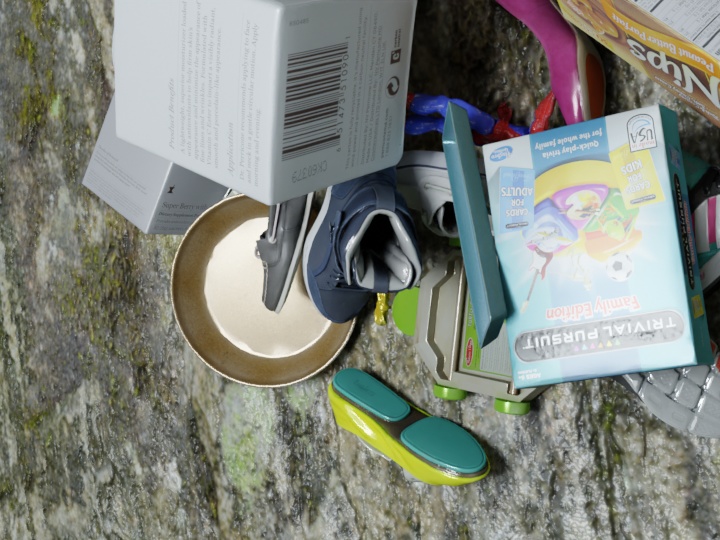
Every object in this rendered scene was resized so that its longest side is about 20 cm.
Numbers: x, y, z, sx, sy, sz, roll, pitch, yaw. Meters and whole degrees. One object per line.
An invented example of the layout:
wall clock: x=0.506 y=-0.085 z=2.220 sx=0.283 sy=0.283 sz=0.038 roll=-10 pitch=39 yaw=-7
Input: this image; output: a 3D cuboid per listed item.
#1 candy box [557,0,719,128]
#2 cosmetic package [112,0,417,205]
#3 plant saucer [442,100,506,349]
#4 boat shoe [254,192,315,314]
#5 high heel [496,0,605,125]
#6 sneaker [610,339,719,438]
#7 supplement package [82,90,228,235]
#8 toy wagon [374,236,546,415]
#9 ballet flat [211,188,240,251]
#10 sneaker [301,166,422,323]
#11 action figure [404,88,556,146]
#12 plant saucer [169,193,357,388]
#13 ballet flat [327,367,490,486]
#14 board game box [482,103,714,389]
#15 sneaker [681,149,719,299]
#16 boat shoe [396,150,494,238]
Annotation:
candy box: x=0.232 y=-0.195 z=1.009 sx=0.055 sy=0.115 sz=0.200 roll=-46 pitch=59 yaw=-1
cosmetic package: x=-0.083 y=-0.175 z=1.097 sx=0.200 sy=0.165 sz=0.165 roll=26 pitch=123 yaw=35
plant saucer: x=0.094 y=-0.040 z=1.086 sx=0.019 sy=0.070 sz=0.200 roll=-7 pitch=67 yaw=-5
boat shoe: x=-0.075 y=-0.058 z=1.255 sx=0.057 sy=0.067 sz=0.200 roll=16 pitch=107 yaw=-2
high heel: x=0.157 y=-0.195 z=1.148 sx=0.096 sy=0.067 sz=0.200 roll=-15 pitch=66 yaw=27
sneaker: x=0.234 y=0.068 z=1.096 sx=0.200 sy=0.082 sz=0.077 roll=34 pitch=92 yaw=11
supplement package: x=-0.186 y=-0.151 z=1.383 sx=0.120 sy=0.121 sz=0.200 roll=35 pitch=111 yaw=33
toy wagon: x=0.102 y=0.044 z=1.211 sx=0.200 sy=0.040 sz=0.155 roll=10 pitch=96 yaw=38
ballet flat: x=-0.103 y=-0.095 z=1.352 sx=0.069 sy=0.069 sz=0.200 roll=44 pitch=115 yaw=29
sneaker: x=-0.002 y=-0.001 z=1.188 sx=0.146 sy=0.077 sz=0.202 roll=-107 pitch=22 yaw=-50
action figure: x=0.111 y=-0.149 z=1.170 sx=0.200 sy=0.065 sz=0.099 roll=23 pitch=62 yaw=4
plant saucer: x=-0.094 y=0.018 z=1.329 sx=0.200 sy=0.035 sz=0.200 roll=1 pitch=97 yaw=12
ballet flat: x=0.044 y=0.163 z=1.249 sx=0.200 sy=0.067 sz=0.067 roll=30 pitch=129 yaw=37
board game box: x=0.184 y=-0.015 z=1.027 sx=0.151 sy=0.047 sz=0.200 roll=-11 pitch=81 yaw=30
sneaker: x=0.287 y=-0.070 z=1.043 sx=0.121 sy=0.084 sz=0.200 roll=51 pitch=120 yaw=16
boat shoe: x=0.086 y=-0.061 z=1.185 sx=0.200 sy=0.072 sz=0.066 roll=11 pitch=67 yaw=41
